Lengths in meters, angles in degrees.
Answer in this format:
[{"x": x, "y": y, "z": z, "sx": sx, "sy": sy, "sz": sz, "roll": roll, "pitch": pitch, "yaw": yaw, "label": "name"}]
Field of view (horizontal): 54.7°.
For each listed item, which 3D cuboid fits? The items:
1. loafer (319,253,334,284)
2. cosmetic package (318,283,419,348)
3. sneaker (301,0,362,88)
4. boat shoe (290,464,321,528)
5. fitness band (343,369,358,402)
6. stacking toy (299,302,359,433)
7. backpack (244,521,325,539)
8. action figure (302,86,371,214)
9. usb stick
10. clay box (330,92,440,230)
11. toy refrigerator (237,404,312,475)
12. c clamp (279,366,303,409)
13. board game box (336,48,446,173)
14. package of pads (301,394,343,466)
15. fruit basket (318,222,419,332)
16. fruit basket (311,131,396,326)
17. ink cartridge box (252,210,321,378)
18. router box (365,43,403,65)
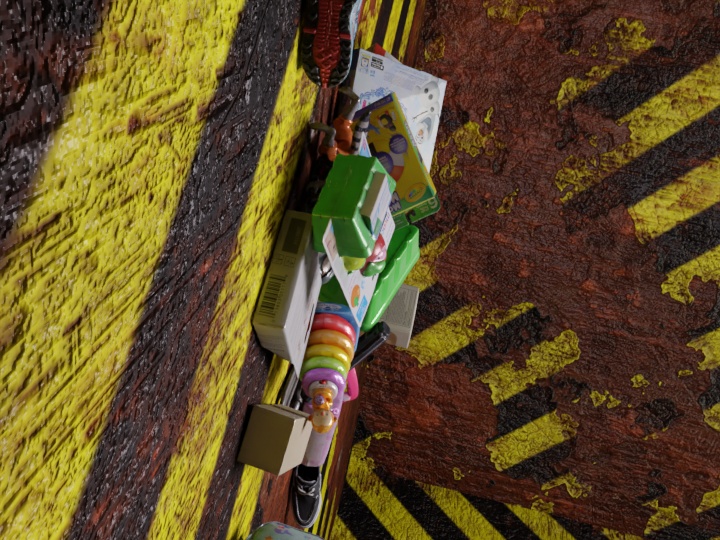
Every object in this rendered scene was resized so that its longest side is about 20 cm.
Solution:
[{"x": -0.049, "y": -0.070, "z": 1.142, "sx": 0.064, "sy": 0.070, "sz": 0.203, "roll": 67, "pitch": 31, "yaw": -43, "label": "loafer"}, {"x": 0.010, "y": 0.072, "z": 1.357, "sx": 0.072, "sy": 0.194, "sz": 0.108, "roll": 95, "pitch": 10, "yaw": -59, "label": "cosmetic package"}, {"x": -0.031, "y": -0.331, "z": 0.830, "sx": 0.096, "sy": 0.077, "sz": 0.204, "roll": -88, "pitch": -166, "yaw": -60, "label": "sneaker"}, {"x": -0.115, "y": 0.458, "z": 1.505, "sx": 0.068, "sy": 0.069, "sz": 0.207, "roll": 47, "pitch": 52, "yaw": -86, "label": "boat shoe"}, {"x": -0.050, "y": 0.204, "z": 1.466, "sx": 0.200, "sy": 0.036, "sz": 0.148, "roll": 134, "pitch": -60, "yaw": -72, "label": "fitness band"}, {"x": -0.058, "y": 0.158, "z": 1.070, "sx": 0.203, "sy": 0.112, "sz": 0.112, "roll": -90, "pitch": -175, "yaw": -45, "label": "stacking toy"}, {"x": -0.111, "y": 0.456, "z": 0.992, "sx": 0.200, "sy": 0.172, "sz": 0.155, "roll": -46, "pitch": 153, "yaw": -87, "label": "backpack"}, {"x": -0.030, "y": -0.139, "z": 1.031, "sx": 0.203, "sy": 0.101, "sz": 0.197, "roll": -78, "pitch": 166, "yaw": -48, "label": "action figure"}, {"x": -0.028, "y": 0.161, "z": 1.218, "sx": 0.199, "sy": 0.033, "sz": 0.056, "roll": -40, "pitch": -174, "yaw": 14, "label": "usb stick"}, {"x": 0.044, "y": -0.167, "z": 1.126, "sx": 0.204, "sy": 0.112, "sz": 0.048, "roll": 65, "pitch": 17, "yaw": -9, "label": "clay box"}, {"x": -0.120, "y": 0.241, "z": 1.014, "sx": 0.200, "sy": 0.068, "sz": 0.078, "roll": 66, "pitch": 41, "yaw": -79, "label": "toy refrigerator"}, {"x": -0.121, "y": 0.246, "z": 1.227, "sx": 0.201, "sy": 0.026, "sz": 0.176, "roll": -68, "pitch": 168, "yaw": -67, "label": "c clamp"}, {"x": 0.049, "y": -0.256, "z": 1.217, "sx": 0.043, "sy": 0.196, "sz": 0.206, "roll": 15, "pitch": -84, "yaw": 55, "label": "board game box"}, {"x": -0.082, "y": 0.282, "z": 1.374, "sx": 0.122, "sy": 0.073, "sz": 0.203, "roll": -78, "pitch": -178, "yaw": -47, "label": "package of pads"}, {"x": 0.000, "y": 0.000, "z": 1.248, "sx": 0.218, "sy": 0.153, "sz": 0.216, "roll": -56, "pitch": 174, "yaw": -9, "label": "fruit basket"}, {"x": 0.008, "y": -0.053, "z": 0.961, "sx": 0.202, "sy": 0.091, "sz": 0.189, "roll": 61, "pitch": 41, "yaw": -47, "label": "fruit basket"}, {"x": -0.096, "y": 0.040, "z": 0.967, "sx": 0.201, "sy": 0.055, "sz": 0.167, "roll": 99, "pitch": 4, "yaw": -64, "label": "ink cartridge box"}, {"x": 0.058, "y": -0.288, "z": 1.310, "sx": 0.048, "sy": 0.177, "sz": 0.206, "roll": -13, "pitch": -122, "yaw": 49, "label": "router box"}]
